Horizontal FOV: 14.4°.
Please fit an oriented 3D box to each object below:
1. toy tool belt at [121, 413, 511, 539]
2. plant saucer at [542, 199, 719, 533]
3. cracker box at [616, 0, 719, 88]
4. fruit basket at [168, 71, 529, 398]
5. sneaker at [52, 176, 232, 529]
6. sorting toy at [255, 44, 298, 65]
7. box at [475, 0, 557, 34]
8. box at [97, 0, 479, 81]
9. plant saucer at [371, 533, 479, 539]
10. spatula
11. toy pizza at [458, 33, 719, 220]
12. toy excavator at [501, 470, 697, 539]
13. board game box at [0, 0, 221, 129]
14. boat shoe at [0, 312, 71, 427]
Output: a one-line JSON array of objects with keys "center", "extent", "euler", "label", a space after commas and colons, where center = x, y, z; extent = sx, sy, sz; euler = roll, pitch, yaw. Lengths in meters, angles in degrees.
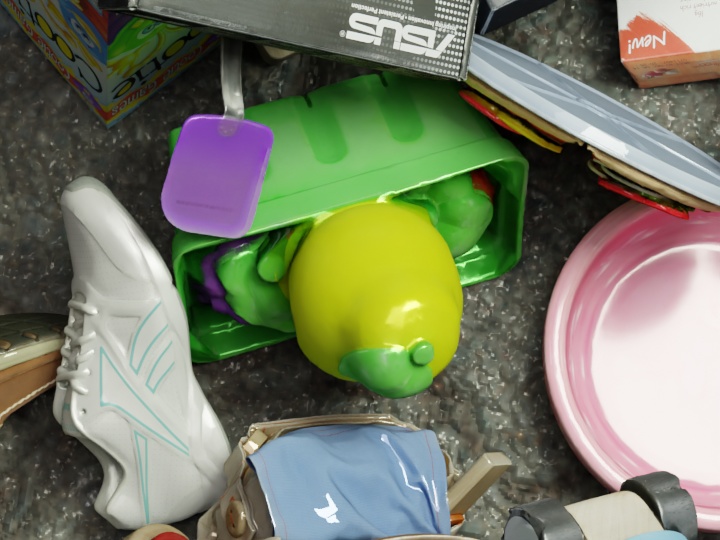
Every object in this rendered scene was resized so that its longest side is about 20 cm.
[{"center": [-0.025, 0.130, 1.495], "extent": [0.199, 0.123, 0.125], "euler": [-7, 71, -38], "label": "toy tool belt"}, {"center": [0.199, 0.051, 1.605], "extent": [0.200, 0.051, 0.201], "euler": [1, 75, -4], "label": "plant saucer"}, {"center": [0.213, -0.214, 1.650], "extent": [0.133, 0.058, 0.201], "euler": [-7, 76, 16], "label": "cracker box"}, {"center": [0.000, 0.000, 1.546], "extent": [0.215, 0.156, 0.216], "euler": [0, 61, 0], "label": "fruit basket"}, {"center": [-0.130, 0.049, 1.536], "extent": [0.080, 0.070, 0.201], "euler": [-21, 104, -14], "label": "sneaker"}, {"center": [-0.006, -0.253, 1.641], "extent": [0.198, 0.070, 0.201], "euler": [-26, 89, -11], "label": "sorting toy"}, {"center": [0.118, -0.256, 1.560], "extent": [0.199, 0.104, 0.183], "euler": [-25, 87, -2], "label": "box"}, {"center": [-0.023, -0.207, 1.439], "extent": [0.199, 0.047, 0.194], "euler": [11, 87, -30], "label": "box"}, {"center": [0.020, 0.208, 1.456], "extent": [0.200, 0.201, 0.037], "euler": [-5, 31, -9], "label": "plant saucer"}, {"center": [-0.064, -0.117, 1.464], "extent": [0.056, 0.021, 0.201], "euler": [7, 93, -30], "label": "spatula"}, {"center": [0.122, -0.074, 1.545], "extent": [0.200, 0.200, 0.032], "euler": [29, 101, 3], "label": "toy pizza"}, {"center": [0.140, 0.238, 1.509], "extent": [0.100, 0.195, 0.200], "euler": [-9, 51, -30], "label": "toy excavator"}, {"center": [-0.130, -0.174, 1.559], "extent": [0.105, 0.200, 0.103], "euler": [-38, 82, -13], "label": "board game box"}, {"center": [-0.240, 0.083, 1.558], "extent": [0.199, 0.076, 0.074], "euler": [-21, 111, -19], "label": "boat shoe"}]
